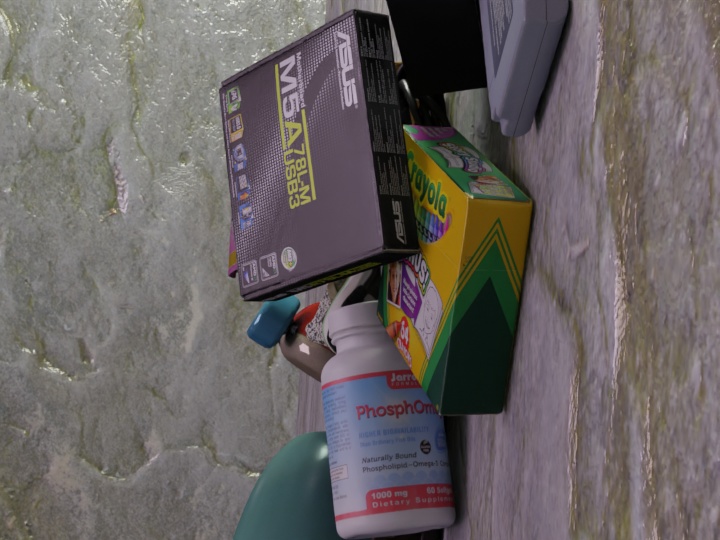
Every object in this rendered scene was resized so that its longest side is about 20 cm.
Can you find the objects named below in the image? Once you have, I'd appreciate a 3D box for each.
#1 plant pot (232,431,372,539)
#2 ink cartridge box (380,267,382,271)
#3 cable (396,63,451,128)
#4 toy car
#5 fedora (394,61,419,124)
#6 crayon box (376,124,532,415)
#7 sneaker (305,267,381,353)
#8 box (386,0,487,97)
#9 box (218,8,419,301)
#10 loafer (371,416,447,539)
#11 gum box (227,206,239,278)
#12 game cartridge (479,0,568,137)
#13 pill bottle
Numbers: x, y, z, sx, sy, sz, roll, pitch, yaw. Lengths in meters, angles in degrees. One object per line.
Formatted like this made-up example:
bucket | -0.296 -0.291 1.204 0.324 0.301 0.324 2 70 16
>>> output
plant pot | -0.030 0.262 1.483 0.201 0.198 0.162 104 179 -59
ink cartridge box | 0.065 -0.021 1.367 0.201 0.039 0.100 115 160 -52
cable | 0.044 -0.097 1.334 0.163 0.050 0.202 -104 21 -68
toy car | 0.002 0.034 1.619 0.201 0.183 0.177 -58 2 -7
fedora | 0.011 -0.121 1.472 0.082 0.199 0.201 58 157 25
crayon box | 0.069 -0.006 1.171 0.200 0.058 0.175 -124 36 -65
sneaker | 0.000 0.000 1.508 0.088 0.077 0.201 2 52 49
box | 0.064 -0.273 1.250 0.142 0.078 0.202 66 -160 -54
box | -0.040 -0.090 1.218 0.192 0.047 0.203 -18 75 50
loafer | 0.042 0.170 1.382 0.073 0.070 0.203 122 151 -77
gum box | -0.055 -0.066 1.358 0.199 0.066 0.115 -29 52 53
game cartridge | 0.118 -0.216 1.081 0.134 0.041 0.202 108 165 -50
pill bottle | 0.021 0.134 1.308 0.109 0.107 0.202 118 146 -75
